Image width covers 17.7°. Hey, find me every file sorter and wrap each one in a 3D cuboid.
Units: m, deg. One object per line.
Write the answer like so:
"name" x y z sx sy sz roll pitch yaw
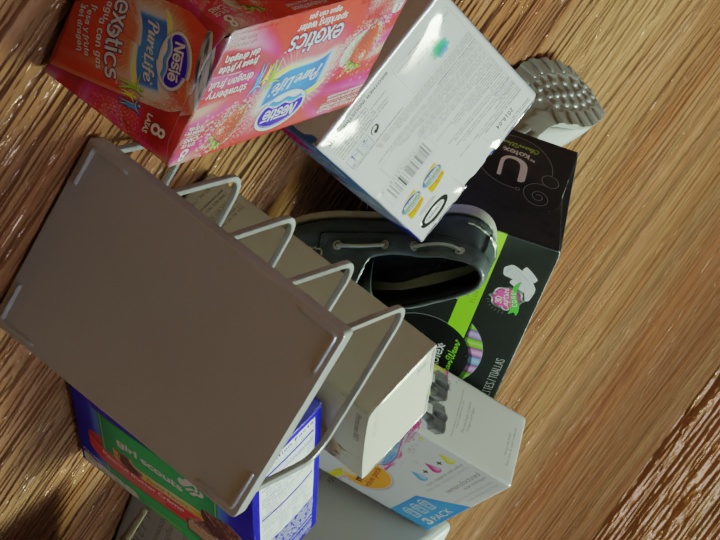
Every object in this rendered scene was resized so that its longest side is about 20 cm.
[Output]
"file sorter" -0.092 0.025 1.431 0.139 0.200 0.124 -59 163 21

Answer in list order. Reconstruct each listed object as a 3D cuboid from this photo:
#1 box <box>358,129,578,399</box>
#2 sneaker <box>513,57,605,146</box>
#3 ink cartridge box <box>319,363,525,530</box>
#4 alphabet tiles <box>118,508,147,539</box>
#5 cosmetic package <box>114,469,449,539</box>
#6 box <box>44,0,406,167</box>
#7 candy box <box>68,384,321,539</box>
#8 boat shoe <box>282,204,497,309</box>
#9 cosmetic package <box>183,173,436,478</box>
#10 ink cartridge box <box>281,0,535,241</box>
"box" 0.064 -0.007 1.782 0.124 0.148 0.200 -74 -177 -47
"sneaker" 0.129 -0.118 1.930 0.200 0.076 0.081 -22 157 -50
"ink cartridge box" 0.011 0.111 1.768 0.115 0.200 0.068 -36 -151 48
"alphabet tiles" -0.230 0.281 1.713 0.200 0.008 0.167 -52 -174 46
"cosmetic package" -0.071 0.229 1.865 0.166 0.200 0.168 -29 151 -46
"box" -0.072 -0.141 1.324 0.200 0.100 0.096 -25 148 -55
"candy box" -0.114 0.110 1.589 0.077 0.169 0.200 -47 162 -25
"boat shoe" 0.000 0.000 1.664 0.062 0.200 0.073 -87 165 -52
"cosmetic package" -0.049 0.037 1.554 0.073 0.200 0.104 -44 160 -24
"ink cartridge box" 0.032 -0.111 1.589 0.137 0.076 0.200 -51 144 0
